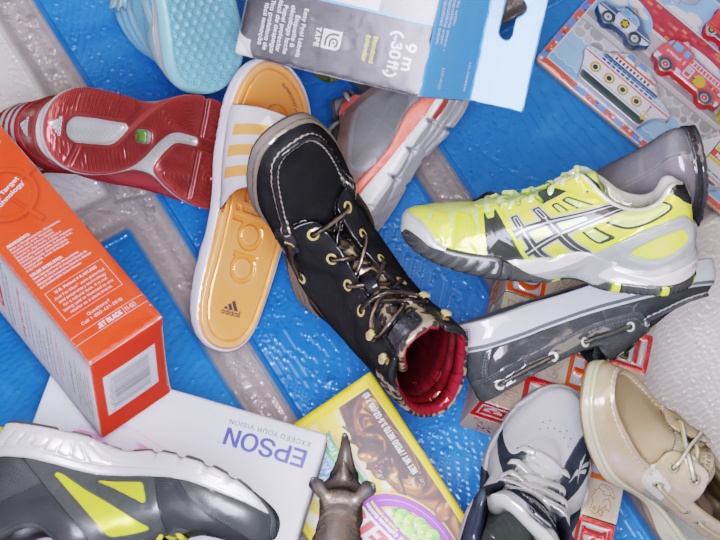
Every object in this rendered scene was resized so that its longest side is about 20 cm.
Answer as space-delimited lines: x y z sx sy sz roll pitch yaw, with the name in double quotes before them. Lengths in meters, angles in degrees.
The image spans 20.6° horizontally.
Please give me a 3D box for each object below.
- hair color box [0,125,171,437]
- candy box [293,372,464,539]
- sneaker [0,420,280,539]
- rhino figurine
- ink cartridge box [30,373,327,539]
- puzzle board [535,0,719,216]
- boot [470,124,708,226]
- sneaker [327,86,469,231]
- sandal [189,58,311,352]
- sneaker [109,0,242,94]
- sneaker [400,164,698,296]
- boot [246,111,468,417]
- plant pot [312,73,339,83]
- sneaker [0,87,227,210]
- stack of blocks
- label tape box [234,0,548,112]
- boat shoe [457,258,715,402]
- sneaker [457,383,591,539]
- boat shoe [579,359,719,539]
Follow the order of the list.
"hair color box" -0.208 0.003 1.314 0.061 0.102 0.200 -34 65 -21
"candy box" 0.020 0.181 1.355 0.102 0.026 0.201 -34 80 -2
"sneaker" -0.149 0.158 1.263 0.198 0.075 0.085 11 73 13
"rhino figurine" -0.017 0.207 1.296 0.059 0.087 0.202 5 82 6
"ink cartridge box" -0.140 0.177 1.308 0.194 0.043 0.202 15 66 4
"puzzle board" 0.256 -0.152 1.550 0.200 0.017 0.151 40 67 4
"boot" 0.153 -0.042 1.389 0.130 0.200 0.070 -1 69 -17
"sneaker" 0.019 -0.116 1.430 0.082 0.077 0.201 35 87 15
"sandal" -0.063 -0.043 1.383 0.079 0.059 0.209 13 86 -38
"sneaker" -0.142 -0.233 1.413 0.079 0.130 0.202 -9 108 -23
"sneaker" 0.126 -0.034 1.321 0.198 0.075 0.077 4 106 2
"boot" 0.000 0.000 1.315 0.073 0.201 0.151 -32 52 -15
"plant pot" 0.020 -0.237 1.455 0.200 0.187 0.187 -44 84 -7
"sneaker" -0.168 -0.092 1.402 0.199 0.115 0.079 17 84 -43
"stack of blocks" 0.133 0.104 1.404 0.114 0.059 0.202 17 67 -6
"label tape box" 0.028 -0.197 1.348 0.198 0.063 0.146 14 100 7
"boat shoe" 0.158 0.039 1.372 0.198 0.069 0.057 -16 90 -15
"sneaker" 0.112 0.150 1.279 0.079 0.130 0.200 34 66 0
"boat shoe" 0.211 0.127 1.350 0.200 0.064 0.073 52 44 -37
